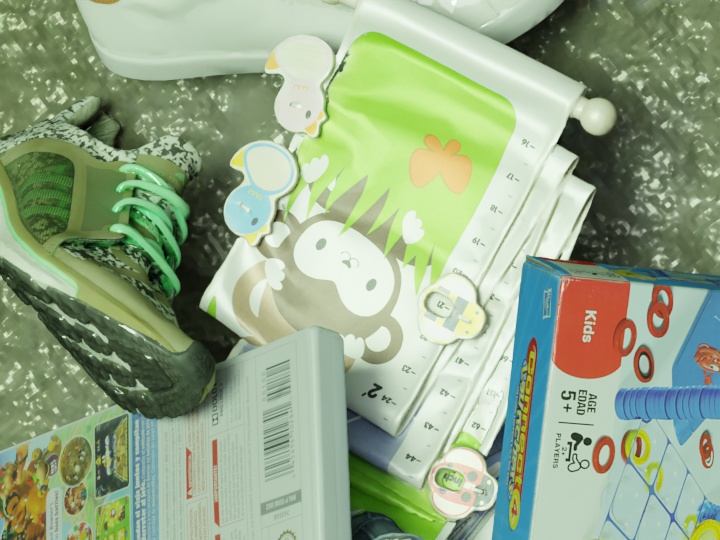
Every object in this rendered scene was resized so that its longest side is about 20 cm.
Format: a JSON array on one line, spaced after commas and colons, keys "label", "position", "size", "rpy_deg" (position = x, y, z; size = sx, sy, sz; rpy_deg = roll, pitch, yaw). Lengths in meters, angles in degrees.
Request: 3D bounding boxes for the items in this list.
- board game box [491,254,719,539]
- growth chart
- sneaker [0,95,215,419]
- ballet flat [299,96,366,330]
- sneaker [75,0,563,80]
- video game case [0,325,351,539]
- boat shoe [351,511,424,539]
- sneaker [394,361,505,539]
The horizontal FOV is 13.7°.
[{"label": "board game box", "position": [0.147, 0.104, 1.078], "size": [0.196, 0.056, 0.200], "rpy_deg": [5, 95, -11]}, {"label": "growth chart", "position": [0.010, -0.001, 1.109], "size": [0.145, 0.018, 0.200], "rpy_deg": [18, 94, 16]}, {"label": "sneaker", "position": [-0.094, -0.018, 1.134], "size": [0.089, 0.077, 0.200], "rpy_deg": [-40, 39, -6]}, {"label": "ballet flat", "position": [0.000, 0.000, 1.155], "size": [0.069, 0.063, 0.200], "rpy_deg": [12, 91, 12]}, {"label": "sneaker", "position": [-0.018, -0.120, 1.142], "size": [0.200, 0.085, 0.073], "rpy_deg": [-7, 53, 12]}, {"label": "video game case", "position": [-0.079, 0.115, 1.102], "size": [0.200, 0.018, 0.143], "rpy_deg": [-22, 61, 39]}, {"label": "boat shoe", "position": [-0.004, 0.186, 1.092], "size": [0.075, 0.062, 0.200], "rpy_deg": [-3, 110, -19]}, {"label": "sneaker", "position": [0.031, 0.120, 1.139], "size": [0.088, 0.075, 0.200], "rpy_deg": [26, 95, 11]}]
